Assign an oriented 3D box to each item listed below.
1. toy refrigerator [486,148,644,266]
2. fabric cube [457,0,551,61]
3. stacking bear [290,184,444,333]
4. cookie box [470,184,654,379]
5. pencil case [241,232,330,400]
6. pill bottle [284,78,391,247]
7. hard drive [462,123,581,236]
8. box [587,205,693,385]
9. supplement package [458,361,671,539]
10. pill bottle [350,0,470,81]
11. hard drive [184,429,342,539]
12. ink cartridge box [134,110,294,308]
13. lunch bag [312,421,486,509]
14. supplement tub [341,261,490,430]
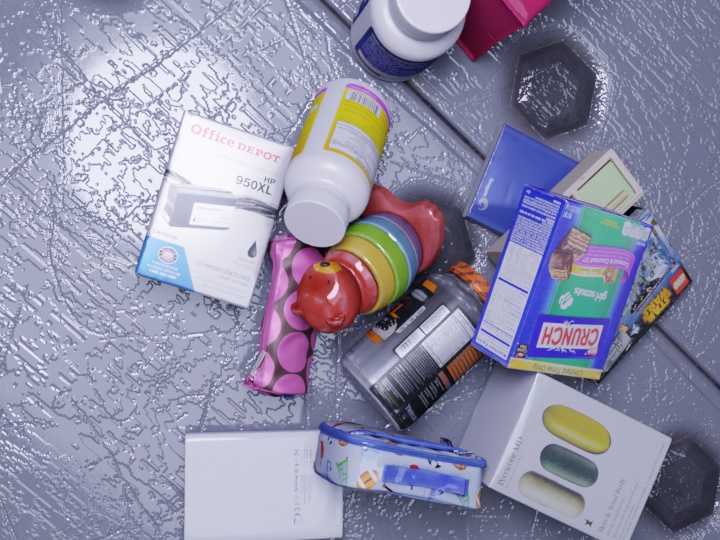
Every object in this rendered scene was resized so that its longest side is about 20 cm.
[{"bbox_3d":[0.265,-0.062,1.149,0.199,0.070,0.076,-42,98,-8],"label":"toy refrigerator"},{"bbox_3d":[0.173,-0.415,1.087,0.199,0.200,0.197,-43,99,-7],"label":"fabric cube"},{"bbox_3d":[0.000,0.000,1.058,0.200,0.120,0.116,-40,139,-42],"label":"stacking bear"},{"bbox_3d":[0.243,0.019,1.066,0.169,0.075,0.204,10,103,-36],"label":"cookie box"},{"bbox_3d":[-0.091,0.053,1.091,0.093,0.090,0.205,12,84,-43],"label":"pencil case"},{"bbox_3d":[-0.030,-0.127,1.053,0.103,0.105,0.203,25,51,-11],"label":"pill bottle"},{"bbox_3d":[0.250,-0.091,1.194,0.197,0.025,0.134,25,86,-11],"label":"hard drive"},{"bbox_3d":[0.341,0.033,1.192,0.200,0.040,0.137,-44,113,-8],"label":"box"},{"bbox_3d":[0.252,0.229,1.134,0.197,0.151,0.154,26,86,-10],"label":"supplement package"},{"bbox_3d":[0.061,-0.304,1.065,0.117,0.200,0.123,0,91,-11],"label":"pill bottle"},{"bbox_3d":[-0.120,0.270,1.116,0.195,0.025,0.135,1,90,-12],"label":"hard drive"},{"bbox_3d":[-0.176,-0.072,1.079,0.142,0.084,0.204,17,87,-11],"label":"ink cartridge box"},{"bbox_3d":[0.050,0.232,1.060,0.196,0.160,0.077,13,81,-20],"label":"lunch bag"},{"bbox_3d":[0.083,0.090,1.114,0.199,0.122,0.123,-42,98,-9],"label":"supplement tub"}]
